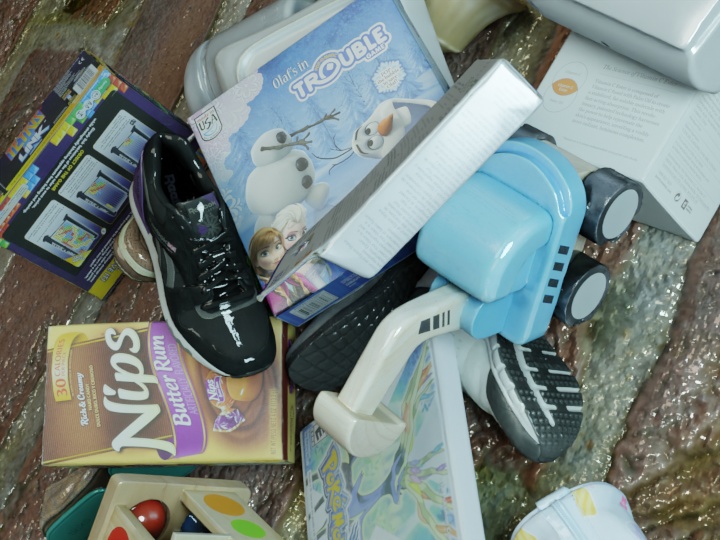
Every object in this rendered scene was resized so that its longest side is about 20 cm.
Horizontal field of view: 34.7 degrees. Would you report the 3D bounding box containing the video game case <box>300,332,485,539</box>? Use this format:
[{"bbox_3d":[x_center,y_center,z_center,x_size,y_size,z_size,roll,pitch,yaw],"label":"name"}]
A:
[{"bbox_3d":[0.017,0.168,0.820,0.182,0.022,0.200,-42,42,41],"label":"video game case"}]

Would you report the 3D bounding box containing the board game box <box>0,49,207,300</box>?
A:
[{"bbox_3d":[-0.265,-0.090,1.144,0.200,0.165,0.057,-51,47,2],"label":"board game box"}]

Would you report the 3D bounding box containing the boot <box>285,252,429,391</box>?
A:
[{"bbox_3d":[0.000,0.000,0.955,0.200,0.070,0.132,-41,42,-3],"label":"boot"}]

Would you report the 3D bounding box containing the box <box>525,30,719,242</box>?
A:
[{"bbox_3d":[0.221,-0.141,0.826,0.124,0.097,0.200,26,84,45],"label":"box"}]

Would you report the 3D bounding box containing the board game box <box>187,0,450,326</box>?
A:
[{"bbox_3d":[-0.016,-0.092,0.904,0.200,0.043,0.199,-33,64,14],"label":"board game box"}]

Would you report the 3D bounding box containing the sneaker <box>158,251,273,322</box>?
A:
[{"bbox_3d":[-0.137,0.041,1.027,0.200,0.077,0.084,-45,43,5],"label":"sneaker"}]

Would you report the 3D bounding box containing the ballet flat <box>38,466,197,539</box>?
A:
[{"bbox_3d":[-0.213,0.170,1.021,0.200,0.068,0.067,-33,42,18],"label":"ballet flat"}]

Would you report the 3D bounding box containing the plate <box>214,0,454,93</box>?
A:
[{"bbox_3d":[-0.024,-0.146,0.964,0.200,0.032,0.200,-24,69,18],"label":"plate"}]

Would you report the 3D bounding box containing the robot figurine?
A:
[{"bbox_3d":[-0.085,-0.186,1.091,0.200,0.113,0.170,-23,32,27],"label":"robot figurine"}]

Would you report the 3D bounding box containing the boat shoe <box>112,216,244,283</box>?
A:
[{"bbox_3d":[-0.159,-0.015,1.017,0.075,0.202,0.075,-39,82,24],"label":"boat shoe"}]

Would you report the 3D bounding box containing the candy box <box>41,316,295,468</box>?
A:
[{"bbox_3d":[-0.155,0.102,0.943,0.200,0.056,0.117,-3,77,9],"label":"candy box"}]

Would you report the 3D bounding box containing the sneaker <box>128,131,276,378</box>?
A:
[{"bbox_3d":[-0.124,-0.013,0.879,0.076,0.088,0.200,-23,73,-22],"label":"sneaker"}]

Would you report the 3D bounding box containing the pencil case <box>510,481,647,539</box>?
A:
[{"bbox_3d":[0.161,0.220,0.667,0.083,0.091,0.200,-40,46,14],"label":"pencil case"}]

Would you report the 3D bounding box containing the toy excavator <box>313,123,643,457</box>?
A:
[{"bbox_3d":[0.065,0.012,0.749,0.100,0.200,0.195,37,127,36],"label":"toy excavator"}]

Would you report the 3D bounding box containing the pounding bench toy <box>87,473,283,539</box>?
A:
[{"bbox_3d":[-0.137,0.270,0.851,0.156,0.124,0.200,30,102,47],"label":"pounding bench toy"}]

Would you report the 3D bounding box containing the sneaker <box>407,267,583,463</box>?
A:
[{"bbox_3d":[0.093,0.067,0.840,0.080,0.074,0.200,-53,39,26],"label":"sneaker"}]

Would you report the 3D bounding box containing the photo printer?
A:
[{"bbox_3d":[0.203,-0.223,0.769,0.166,0.069,0.200,-51,45,3],"label":"photo printer"}]

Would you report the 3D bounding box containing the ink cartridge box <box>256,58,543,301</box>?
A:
[{"bbox_3d":[0.026,-0.054,0.748,0.200,0.041,0.200,-44,6,9],"label":"ink cartridge box"}]

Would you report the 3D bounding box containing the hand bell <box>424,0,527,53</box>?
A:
[{"bbox_3d":[0.047,-0.180,1.017,0.200,0.104,0.104,-54,43,18],"label":"hand bell"}]
